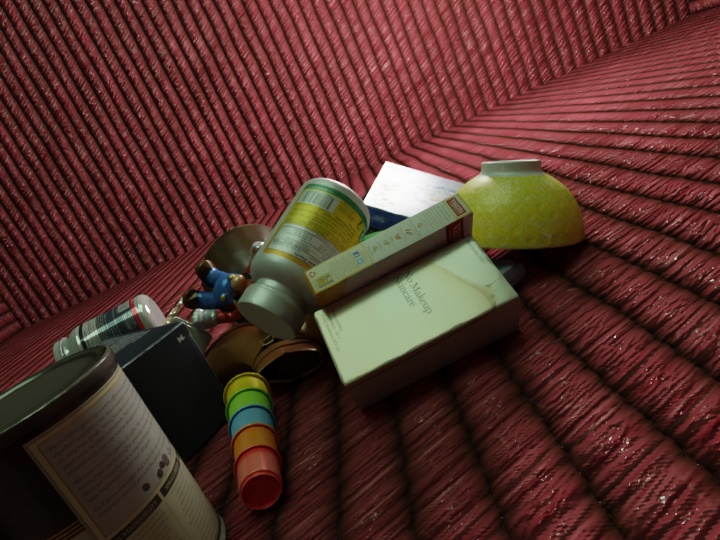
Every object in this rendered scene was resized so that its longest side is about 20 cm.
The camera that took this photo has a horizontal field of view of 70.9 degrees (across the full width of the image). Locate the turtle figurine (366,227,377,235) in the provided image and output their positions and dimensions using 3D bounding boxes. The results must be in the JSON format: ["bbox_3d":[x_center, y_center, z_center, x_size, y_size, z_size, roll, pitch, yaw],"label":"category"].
[{"bbox_3d":[-0.023,-0.040,0.879,0.199,0.101,0.150,13,8,10],"label":"turtle figurine"}]

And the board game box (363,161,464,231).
[{"bbox_3d":[0.115,-0.115,0.898,0.199,0.044,0.199,17,35,5],"label":"board game box"}]

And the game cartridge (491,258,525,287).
[{"bbox_3d":[0.111,0.030,0.703,0.133,0.041,0.200,-31,16,-29],"label":"game cartridge"}]

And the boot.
[{"bbox_3d":[-0.145,0.126,0.726,0.199,0.074,0.155,-28,19,-2],"label":"boot"}]

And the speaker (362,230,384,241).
[{"bbox_3d":[0.000,0.000,0.753,0.199,0.089,0.088,-19,17,22],"label":"speaker"}]

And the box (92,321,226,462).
[{"bbox_3d":[-0.296,0.167,0.683,0.199,0.148,0.104,-14,19,35],"label":"box"}]

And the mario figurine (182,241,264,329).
[{"bbox_3d":[-0.195,0.022,0.758,0.199,0.124,0.106,3,12,37],"label":"mario figurine"}]

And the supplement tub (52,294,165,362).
[{"bbox_3d":[-0.509,0.154,1.059,0.200,0.141,0.140,-29,16,-12],"label":"supplement tub"}]

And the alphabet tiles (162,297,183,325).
[{"bbox_3d":[-0.374,0.146,0.901,0.196,0.015,0.200,-58,15,16],"label":"alphabet tiles"}]

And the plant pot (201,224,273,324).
[{"bbox_3d":[-0.168,0.036,0.900,0.187,0.187,0.200,-30,33,-16],"label":"plant pot"}]

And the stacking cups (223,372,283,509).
[{"bbox_3d":[-0.113,0.174,0.547,0.060,0.061,0.200,-29,17,-11],"label":"stacking cups"}]

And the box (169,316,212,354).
[{"bbox_3d":[-0.298,0.125,0.846,0.082,0.068,0.200,-63,14,-14],"label":"box"}]

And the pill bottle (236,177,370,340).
[{"bbox_3d":[-0.075,-0.015,0.668,0.113,0.113,0.200,-7,46,48],"label":"pill bottle"}]

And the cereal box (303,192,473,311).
[{"bbox_3d":[0.042,0.002,0.612,0.199,0.144,0.040,-27,60,-4],"label":"cereal box"}]

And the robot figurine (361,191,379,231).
[{"bbox_3d":[0.074,-0.124,1.074,0.125,0.151,0.200,16,-17,-41],"label":"robot figurine"}]

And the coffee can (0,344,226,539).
[{"bbox_3d":[-0.224,0.186,0.419,0.146,0.201,0.146,-24,16,7],"label":"coffee can"}]

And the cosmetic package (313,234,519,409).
[{"bbox_3d":[0.062,0.056,0.558,0.199,0.073,0.104,-28,52,-3],"label":"cosmetic package"}]

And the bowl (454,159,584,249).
[{"bbox_3d":[0.211,-0.099,0.708,0.199,0.108,0.200,-2,13,0],"label":"bowl"}]
